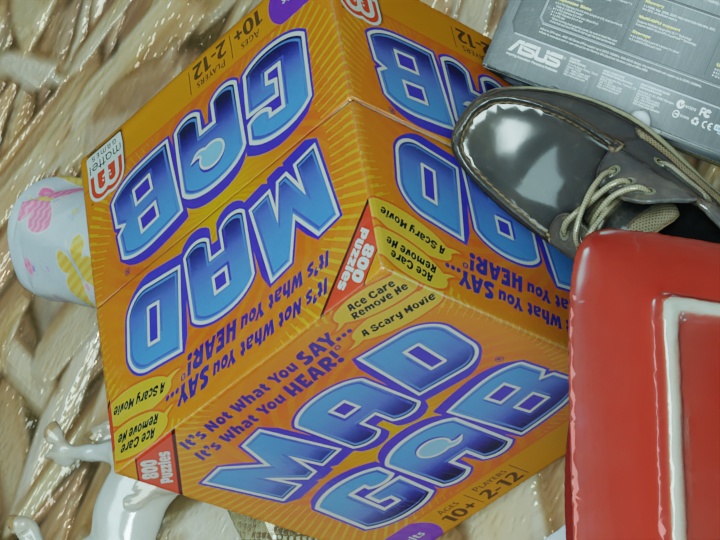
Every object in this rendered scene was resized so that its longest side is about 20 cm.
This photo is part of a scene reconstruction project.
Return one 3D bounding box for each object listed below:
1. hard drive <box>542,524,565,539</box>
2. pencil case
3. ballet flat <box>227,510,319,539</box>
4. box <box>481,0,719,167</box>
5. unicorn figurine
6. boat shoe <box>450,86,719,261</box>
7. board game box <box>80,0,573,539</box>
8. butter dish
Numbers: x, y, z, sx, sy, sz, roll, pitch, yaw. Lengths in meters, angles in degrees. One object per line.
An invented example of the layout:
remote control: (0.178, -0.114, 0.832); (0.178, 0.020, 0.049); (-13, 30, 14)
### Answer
hard drive: (0.128, 0.209, 1.106); (0.132, 0.027, 0.201); (-38, 48, 32)
pencil case: (-0.141, -0.012, 1.479); (0.199, 0.090, 0.084); (11, 117, 52)
ballet flat: (-0.052, 0.086, 1.331); (0.066, 0.070, 0.201); (101, 154, -44)
box: (0.176, -0.136, 1.149); (0.199, 0.048, 0.159); (24, 90, 33)
unicorn figurine: (-0.147, 0.135, 1.435); (0.137, 0.074, 0.202); (14, 98, 42)
boat shoe: (0.131, -0.026, 1.094); (0.199, 0.073, 0.075); (30, 99, 8)
board game box: (0.000, 0.000, 1.213); (0.199, 0.199, 0.201); (-37, 48, 33)
butter dish: (0.160, 0.104, 1.022); (0.148, 0.199, 0.201); (134, 141, -60)
